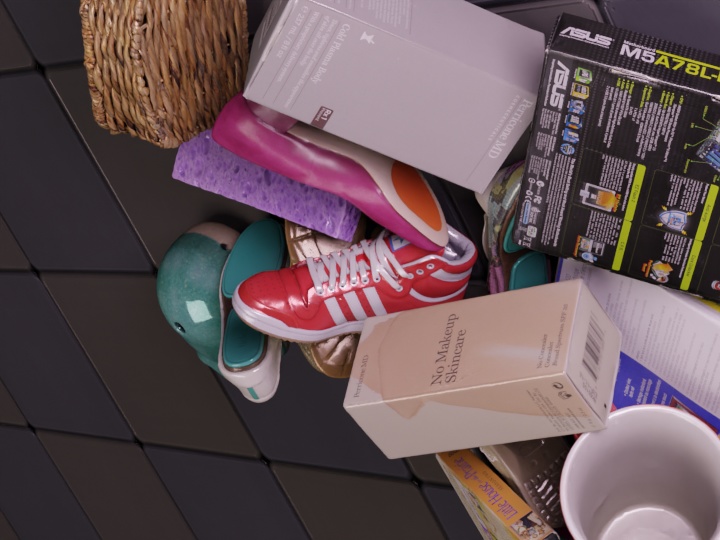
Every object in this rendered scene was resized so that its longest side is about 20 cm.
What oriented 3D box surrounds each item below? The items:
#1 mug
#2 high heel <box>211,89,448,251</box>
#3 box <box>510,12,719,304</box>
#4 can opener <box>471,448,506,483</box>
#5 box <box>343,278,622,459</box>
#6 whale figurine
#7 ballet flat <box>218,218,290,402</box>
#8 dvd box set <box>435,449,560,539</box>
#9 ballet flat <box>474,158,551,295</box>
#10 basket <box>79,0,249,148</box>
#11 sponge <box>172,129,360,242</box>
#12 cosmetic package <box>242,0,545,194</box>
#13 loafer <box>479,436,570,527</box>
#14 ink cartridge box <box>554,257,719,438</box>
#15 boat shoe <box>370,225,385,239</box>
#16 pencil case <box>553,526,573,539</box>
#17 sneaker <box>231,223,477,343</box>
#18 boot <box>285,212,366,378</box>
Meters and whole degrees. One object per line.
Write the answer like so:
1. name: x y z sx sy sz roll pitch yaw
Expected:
1. mug: 0.230 0.184 1.524 0.132 0.179 0.200 -2 155 9
2. high heel: -0.022 -0.074 1.509 0.200 0.068 0.096 46 126 -12
3. box: 0.210 -0.070 1.333 0.191 0.048 0.201 14 141 8
4. can opener: 0.138 0.230 1.794 0.067 0.053 0.201 -4 121 50
5. box: 0.094 0.079 1.491 0.198 0.096 0.078 -12 136 31
6. whale figurine: -0.143 0.048 1.880 0.158 0.104 0.201 34 146 19
7. ballet flat: -0.093 0.040 1.746 0.069 0.201 0.070 2 133 2
8. dvd box set: 0.141 0.239 1.631 0.147 0.029 0.200 59 172 -25
9. ballet flat: 0.122 -0.033 1.524 0.071 0.069 0.201 50 154 34
10. basket: -0.188 -0.216 1.582 0.148 0.142 0.202 23 130 31
11. sponge: -0.068 -0.105 1.630 0.199 0.113 0.030 21 -178 36
12. cosmetic package: 0.027 -0.148 1.387 0.198 0.091 0.107 21 131 -12
13. loafer: 0.122 0.125 1.615 0.201 0.075 0.068 64 162 -8
14. ink cartridge box: 0.240 0.070 1.508 0.199 0.047 0.199 35 149 22
15. boat shoe: 0.046 0.046 1.703 0.076 0.071 0.202 46 151 50
16. pencil case: 0.202 0.258 1.718 0.088 0.088 0.201 24 139 32
17. sneaker: 0.000 0.000 1.553 0.113 0.198 0.072 114 147 -41
18. boot: -0.031 -0.006 1.708 0.155 0.072 0.202 153 109 -84
